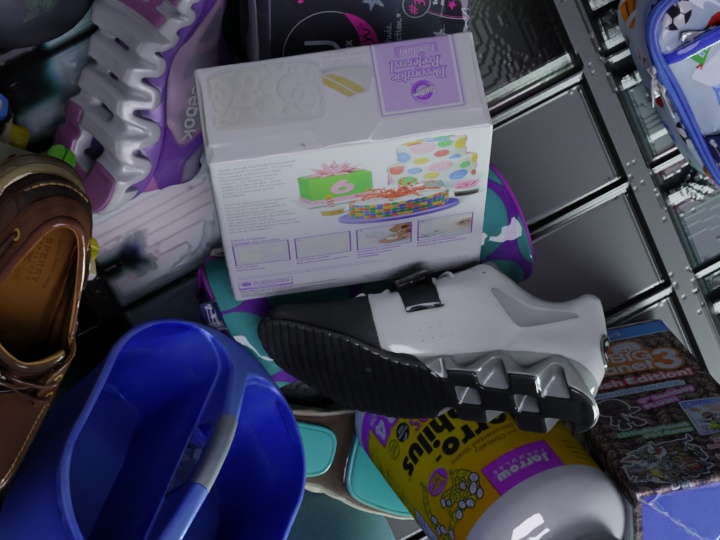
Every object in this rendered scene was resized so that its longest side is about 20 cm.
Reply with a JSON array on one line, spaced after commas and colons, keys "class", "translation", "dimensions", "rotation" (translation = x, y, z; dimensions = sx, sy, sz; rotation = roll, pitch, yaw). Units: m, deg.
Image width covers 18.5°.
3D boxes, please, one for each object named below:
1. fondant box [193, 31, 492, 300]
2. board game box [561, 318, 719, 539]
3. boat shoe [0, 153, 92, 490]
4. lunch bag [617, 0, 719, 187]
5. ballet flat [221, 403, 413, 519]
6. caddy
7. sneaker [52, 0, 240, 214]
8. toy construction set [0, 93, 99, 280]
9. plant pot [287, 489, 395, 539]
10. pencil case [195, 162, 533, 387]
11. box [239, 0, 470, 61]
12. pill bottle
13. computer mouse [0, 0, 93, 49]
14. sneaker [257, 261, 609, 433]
[{"class": "fondant box", "translation": [-0.008, -0.051, 1.189], "dimensions": [0.144, 0.058, 0.200], "rotation": [-8, 160, -2]}, {"class": "board game box", "translation": [0.181, 0.149, 1.374], "dimensions": [0.097, 0.200, 0.160], "rotation": [-10, 117, -12]}, {"class": "boat shoe", "translation": [-0.188, 0.040, 1.164], "dimensions": [0.072, 0.068, 0.200], "rotation": [7, 115, -27]}, {"class": "lunch bag", "translation": [0.259, -0.147, 1.335], "dimensions": [0.200, 0.076, 0.160], "rotation": [-30, 116, -2]}, {"class": "ballet flat", "translation": [-0.022, 0.108, 1.380], "dimensions": [0.200, 0.062, 0.067], "rotation": [17, 95, -31]}, {"class": "caddy", "translation": [-0.107, 0.118, 1.214], "dimensions": [0.141, 0.200, 0.105], "rotation": [41, 131, -18]}, {"class": "sneaker", "translation": [-0.103, -0.125, 1.242], "dimensions": [0.088, 0.080, 0.200], "rotation": [-3, 124, -42]}, {"class": "toy construction set", "translation": [-0.237, -0.047, 1.206], "dimensions": [0.200, 0.131, 0.092], "rotation": [28, 140, -35]}, {"class": "plant pot", "translation": [-0.055, 0.238, 1.387], "dimensions": [0.200, 0.135, 0.200], "rotation": [-6, 115, -12]}, {"class": "pencil case", "translation": [0.000, 0.000, 1.322], "dimensions": [0.200, 0.085, 0.092], "rotation": [-23, 90, -5]}, {"class": "box", "translation": [-0.008, -0.201, 1.204], "dimensions": [0.115, 0.132, 0.200], "rotation": [-3, 114, -10]}, {"class": "pill bottle", "translation": [0.084, 0.129, 1.282], "dimensions": [0.104, 0.200, 0.104], "rotation": [-19, 134, -21]}, {"class": "computer mouse", "translation": [-0.235, -0.173, 1.198], "dimensions": [0.200, 0.053, 0.139], "rotation": [18, 107, -22]}, {"class": "sneaker", "translation": [0.044, 0.035, 1.259], "dimensions": [0.200, 0.089, 0.074], "rotation": [9, 146, 11]}]
